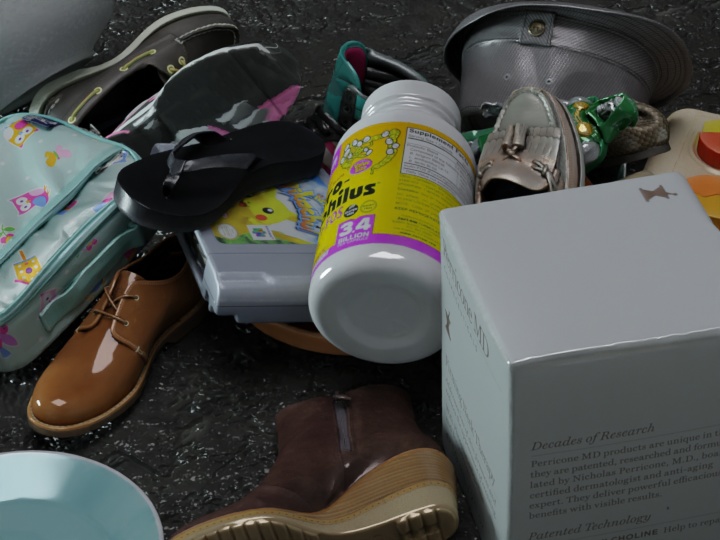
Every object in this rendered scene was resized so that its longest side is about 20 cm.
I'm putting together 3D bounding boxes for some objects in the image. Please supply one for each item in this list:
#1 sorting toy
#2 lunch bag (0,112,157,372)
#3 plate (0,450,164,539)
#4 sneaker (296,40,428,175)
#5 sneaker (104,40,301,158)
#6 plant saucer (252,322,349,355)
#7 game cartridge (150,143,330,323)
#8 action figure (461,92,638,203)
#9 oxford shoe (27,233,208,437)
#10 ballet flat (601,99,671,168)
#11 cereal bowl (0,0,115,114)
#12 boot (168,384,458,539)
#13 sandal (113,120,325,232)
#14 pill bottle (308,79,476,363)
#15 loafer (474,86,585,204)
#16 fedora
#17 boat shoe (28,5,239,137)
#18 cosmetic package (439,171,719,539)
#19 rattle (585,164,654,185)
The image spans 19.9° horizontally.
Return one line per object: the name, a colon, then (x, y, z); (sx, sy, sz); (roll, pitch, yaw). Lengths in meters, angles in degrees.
sorting toy: (0.315, -0.064, 1.597); (0.199, 0.037, 0.185); (11, 39, 17)
lunch bag: (-0.247, -0.026, 1.508); (0.160, 0.077, 0.200); (20, 57, 34)
plate: (-0.222, 0.189, 1.300); (0.199, 0.026, 0.200); (-1, 36, 1)
sneaker: (-0.025, -0.119, 1.613); (0.199, 0.121, 0.084); (-2, 33, 1)
sneaker: (-0.133, -0.127, 1.618); (0.200, 0.080, 0.086); (-26, 20, 22)
plant saucer: (0.000, 0.000, 1.533); (0.199, 0.032, 0.201); (-1, 37, 1)
game cartridge: (-0.068, -0.032, 1.501); (0.133, 0.041, 0.200); (3, 34, -25)
action figure: (0.111, -0.085, 1.510); (0.199, 0.055, 0.118); (-21, 48, 18)
oxford shoe: (-0.176, 0.042, 1.455); (0.071, 0.071, 0.200); (15, 41, 19)
ballet flat: (0.140, -0.093, 1.559); (0.199, 0.047, 0.067); (-10, 8, 32)
cereal bowl: (-0.285, -0.188, 1.706); (0.200, 0.084, 0.200); (-31, 3, 2)
boot: (-0.041, 0.143, 1.337); (0.199, 0.073, 0.166); (-11, 26, -9)
sandal: (-0.104, -0.080, 1.487); (0.076, 0.043, 0.200); (31, 36, 25)
pill bottle: (0.026, -0.040, 1.419); (0.104, 0.105, 0.200); (3, 45, 6)
loafer: (0.109, -0.040, 1.404); (0.072, 0.063, 0.201); (-6, 66, 30)
fedora: (0.157, -0.134, 1.625); (0.199, 0.177, 0.091); (9, 68, 10)
boat shoe: (-0.177, -0.155, 1.717); (0.201, 0.072, 0.061); (-32, 45, -23)
cosmetic package: (0.148, 0.073, 1.289); (0.166, 0.201, 0.168); (-9, 37, -9)
rattle: (0.185, -0.006, 1.523); (0.130, 0.143, 0.200); (-40, -3, 5)
